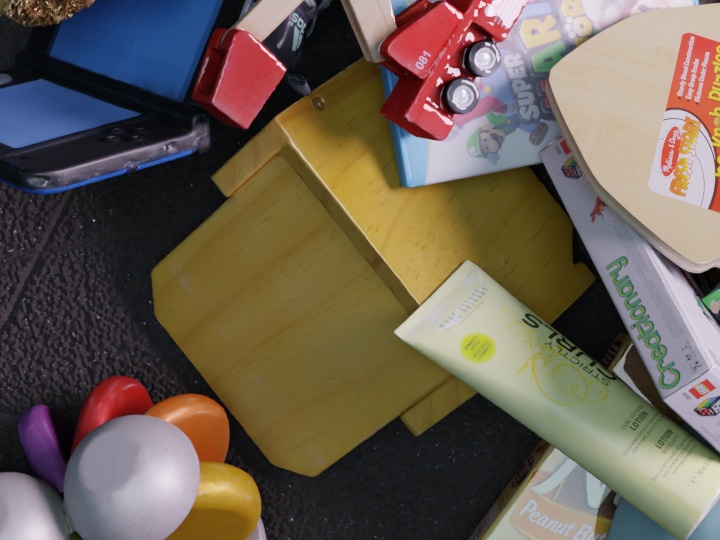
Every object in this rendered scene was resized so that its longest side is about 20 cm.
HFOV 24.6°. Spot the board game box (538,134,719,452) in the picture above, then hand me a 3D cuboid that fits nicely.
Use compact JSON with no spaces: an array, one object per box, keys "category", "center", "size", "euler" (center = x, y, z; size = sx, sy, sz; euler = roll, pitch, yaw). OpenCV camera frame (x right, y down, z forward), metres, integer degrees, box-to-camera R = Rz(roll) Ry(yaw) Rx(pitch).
[{"category":"board game box","center":[0.177,0.019,0.945],"size":[0.035,0.201,0.126],"euler":[-35,134,16]}]

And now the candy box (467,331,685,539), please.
[{"category":"candy box","center":[0.154,0.153,1.038],"size":[0.115,0.055,0.200],"euler":[36,94,-1]}]

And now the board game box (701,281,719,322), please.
[{"category":"board game box","center":[0.298,0.016,0.978],"size":[0.135,0.029,0.200],"euler":[52,50,-1]}]

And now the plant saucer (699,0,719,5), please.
[{"category":"plant saucer","center":[0.129,-0.195,1.012],"size":[0.199,0.034,0.201],"euler":[-1,95,-13]}]

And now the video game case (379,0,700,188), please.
[{"category":"video game case","center":[0.109,-0.138,0.986],"size":[0.199,0.018,0.144],"euler":[-11,97,-11]}]

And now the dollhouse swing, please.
[{"category":"dollhouse swing","center":[0.000,0.000,1.053],"size":[0.200,0.176,0.182],"euler":[51,52,1]}]

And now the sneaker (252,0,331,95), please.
[{"category":"sneaker","center":[-0.032,-0.167,1.002],"size":[0.199,0.078,0.140],"euler":[-19,54,11]}]

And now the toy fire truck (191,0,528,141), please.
[{"category":"toy fire truck","center":[0.012,-0.146,0.921],"size":[0.141,0.049,0.201],"euler":[32,87,-21]}]

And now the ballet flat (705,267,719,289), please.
[{"category":"ballet flat","center":[0.237,-0.067,1.029],"size":[0.072,0.068,0.201],"euler":[17,92,22]}]

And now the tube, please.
[{"category":"tube","center":[0.117,0.073,0.933],"size":[0.200,0.058,0.052],"euler":[38,101,15]}]

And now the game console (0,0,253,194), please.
[{"category":"game console","center":[-0.174,-0.138,0.970],"size":[0.170,0.200,0.119],"euler":[-20,118,-37]}]

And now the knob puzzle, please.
[{"category":"knob puzzle","center":[0.200,-0.075,0.949],"size":[0.218,0.031,0.221],"euler":[5,57,-7]}]

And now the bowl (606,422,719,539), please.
[{"category":"bowl","center":[0.254,0.183,0.972],"size":[0.200,0.105,0.202],"euler":[-6,110,-16]}]

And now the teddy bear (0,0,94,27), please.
[{"category":"teddy bear","center":[-0.123,-0.202,0.936],"size":[0.199,0.145,0.067],"euler":[-4,135,29]}]

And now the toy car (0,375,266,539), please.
[{"category":"toy car","center":[-0.164,0.142,1.018],"size":[0.199,0.175,0.150],"euler":[-24,56,4]}]
